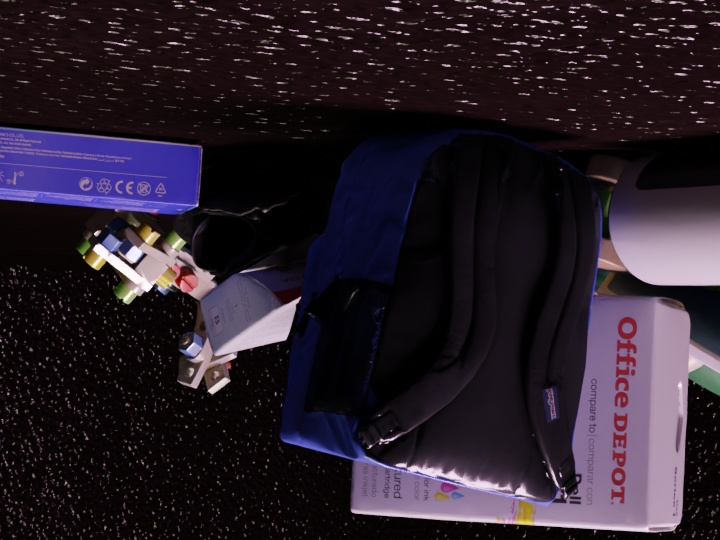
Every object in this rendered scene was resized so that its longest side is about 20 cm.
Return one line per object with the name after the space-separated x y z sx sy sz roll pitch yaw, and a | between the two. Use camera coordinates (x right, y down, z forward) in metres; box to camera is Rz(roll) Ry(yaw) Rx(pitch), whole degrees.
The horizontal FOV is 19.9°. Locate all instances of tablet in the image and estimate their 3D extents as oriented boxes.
0.235 0.028 1.433 0.129 0.014 0.200 31 -161 7 | tablet

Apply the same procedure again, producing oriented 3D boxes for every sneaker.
-0.091 -0.035 1.427 0.199 0.060 0.104 -8 -162 45 | sneaker

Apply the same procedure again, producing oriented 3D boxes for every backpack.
0.039 0.017 1.197 0.162 0.202 0.167 16 175 -37 | backpack

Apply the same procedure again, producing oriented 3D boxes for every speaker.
0.232 -0.031 1.154 0.081 0.082 0.199 6 177 -31 | speaker

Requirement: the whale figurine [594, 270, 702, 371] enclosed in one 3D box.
0.157 0.023 1.496 0.198 0.105 0.159 17 159 -18 | whale figurine

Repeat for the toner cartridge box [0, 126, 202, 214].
-0.211 -0.069 1.373 0.198 0.044 0.095 5 178 -12 | toner cartridge box

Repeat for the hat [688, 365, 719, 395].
0.244 0.033 1.590 0.174 0.202 0.166 16 168 -1 | hat

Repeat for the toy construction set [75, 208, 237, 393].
-0.161 0.006 1.718 0.131 0.092 0.201 46 172 49 | toy construction set

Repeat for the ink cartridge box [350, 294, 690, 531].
0.102 0.087 1.303 0.198 0.146 0.084 1 175 21 | ink cartridge box

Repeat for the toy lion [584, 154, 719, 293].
0.173 -0.025 1.348 0.199 0.069 0.192 20 177 -19 | toy lion

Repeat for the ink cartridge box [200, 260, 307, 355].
0.000 0.000 1.388 0.161 0.058 0.200 -11 166 -28 | ink cartridge box

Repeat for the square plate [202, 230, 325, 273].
-0.001 -0.032 1.549 0.198 0.029 0.198 -14 -177 -22 | square plate
